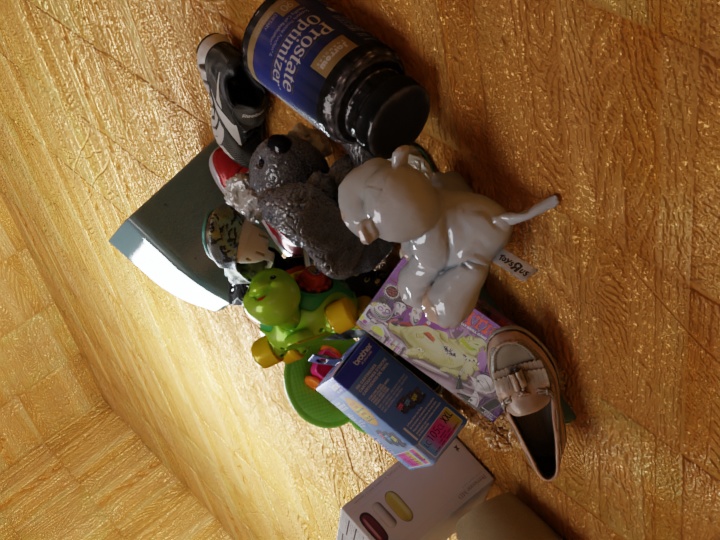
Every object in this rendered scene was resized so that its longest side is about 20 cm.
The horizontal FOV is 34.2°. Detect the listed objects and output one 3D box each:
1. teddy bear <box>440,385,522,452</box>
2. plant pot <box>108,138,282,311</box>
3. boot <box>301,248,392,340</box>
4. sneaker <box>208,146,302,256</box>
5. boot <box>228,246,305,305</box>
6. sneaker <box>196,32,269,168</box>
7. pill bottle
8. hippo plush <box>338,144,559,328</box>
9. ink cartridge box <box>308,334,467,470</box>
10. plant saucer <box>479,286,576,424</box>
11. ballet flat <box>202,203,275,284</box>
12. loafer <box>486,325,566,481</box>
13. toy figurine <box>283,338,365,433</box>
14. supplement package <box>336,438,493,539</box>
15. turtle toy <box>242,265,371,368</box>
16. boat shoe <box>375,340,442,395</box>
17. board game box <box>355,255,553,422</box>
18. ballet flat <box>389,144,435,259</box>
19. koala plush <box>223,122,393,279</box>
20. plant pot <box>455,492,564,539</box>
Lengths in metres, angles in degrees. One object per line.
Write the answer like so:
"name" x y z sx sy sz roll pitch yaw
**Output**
"teddy bear" 0.140 0.146 1.451 0.145 0.067 0.201 8 130 58
"plant pot" -0.234 -0.051 1.778 0.200 0.196 0.196 48 159 -8
"boot" 0.000 0.000 1.502 0.150 0.073 0.202 8 98 35
"sneaker" -0.129 -0.108 1.622 0.200 0.071 0.112 46 162 1
"boot" -0.088 0.010 1.590 0.211 0.156 0.080 165 108 -74
"sneaker" -0.156 -0.209 1.538 0.090 0.066 0.201 36 150 43
"pill bottle" -0.024 -0.202 1.217 0.200 0.112 0.112 40 154 31
"hippo plush" 0.057 -0.034 1.164 0.160 0.161 0.200 16 -177 -33
"ink cartridge box" 0.025 0.161 1.491 0.200 0.076 0.136 42 163 0
"plant saucer" 0.166 0.108 1.360 0.070 0.019 0.201 -35 89 32
"ballet flat" -0.134 -0.028 1.358 0.074 0.074 0.200 50 176 10
"loafer" 0.189 0.149 1.283 0.063 0.071 0.201 -88 -22 -51
"toy figurine" 0.015 0.162 1.682 0.200 0.151 0.184 38 154 -22
"supplement package" 0.077 0.349 1.695 0.111 0.200 0.156 45 157 20
"turtle toy" -0.074 0.045 1.407 0.102 0.145 0.200 66 -164 8
"boat shoe" 0.040 0.088 1.563 0.202 0.071 0.061 50 162 17
"board game box" 0.104 0.075 1.329 0.199 0.032 0.120 35 123 1
"ballet flat" 0.065 -0.047 1.322 0.072 0.072 0.201 28 147 47
"koala plush" -0.063 -0.097 1.383 0.199 0.177 0.184 29 158 40
"plant pot" 0.215 0.408 1.568 0.201 0.186 0.188 60 162 24
